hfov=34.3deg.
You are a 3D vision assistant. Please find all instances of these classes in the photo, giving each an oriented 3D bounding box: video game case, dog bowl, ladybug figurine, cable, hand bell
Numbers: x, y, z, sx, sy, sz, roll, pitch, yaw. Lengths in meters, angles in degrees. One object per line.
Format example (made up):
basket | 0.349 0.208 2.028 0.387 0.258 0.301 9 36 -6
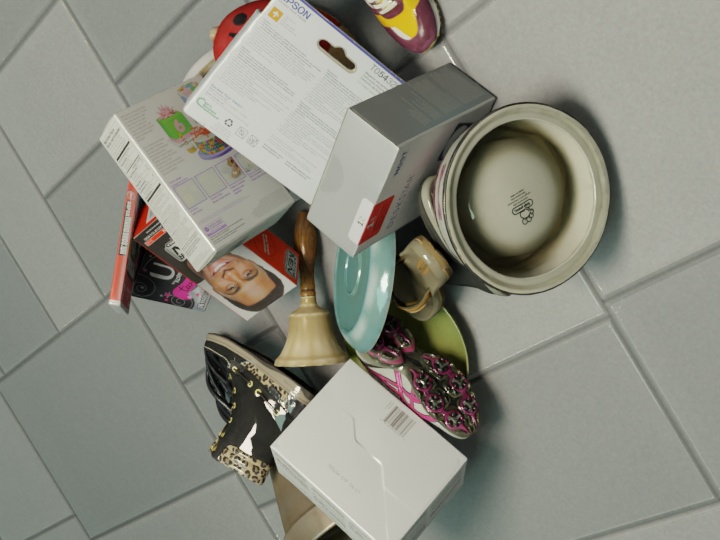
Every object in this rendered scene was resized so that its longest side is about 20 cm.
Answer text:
video game case | -0.298 -0.049 1.513 0.017 0.143 0.204 8 83 -6
dog bowl | 0.166 -0.079 1.258 0.203 0.198 0.074 70 164 -12
ladybug figurine | -0.092 -0.258 1.399 0.197 0.072 0.138 15 93 7
cable | -0.187 0.190 1.727 0.163 0.050 0.203 132 115 -75
hand bell | -0.069 0.023 1.562 0.103 0.103 0.204 -2 90 39

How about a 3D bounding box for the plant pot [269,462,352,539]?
plant pot | -0.047 0.289 1.628 0.175 0.198 0.201 56 136 22

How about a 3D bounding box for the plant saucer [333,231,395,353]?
plant saucer | 0.000 0.000 1.444 0.200 0.027 0.204 -175 90 -74

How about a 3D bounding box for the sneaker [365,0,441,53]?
sneaker | 0.011 -0.327 1.313 0.075 0.090 0.202 -33 89 43

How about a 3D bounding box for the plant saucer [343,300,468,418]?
plant saucer | 0.064 0.097 1.530 0.198 0.031 0.203 18 122 30

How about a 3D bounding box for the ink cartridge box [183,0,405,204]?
ink cartridge box | -0.071 -0.203 1.349 0.195 0.044 0.200 36 116 -20

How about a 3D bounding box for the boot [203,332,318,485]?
boot | -0.166 0.187 1.605 0.198 0.073 0.152 28 89 27

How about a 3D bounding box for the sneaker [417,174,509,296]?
sneaker | 0.097 -0.035 1.359 0.105 0.076 0.200 2 145 41

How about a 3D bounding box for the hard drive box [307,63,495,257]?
hard drive box | 0.046 -0.127 1.311 0.077 0.199 0.157 39 132 18

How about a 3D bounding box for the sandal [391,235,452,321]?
sandal | 0.062 0.018 1.384 0.080 0.054 0.200 44 165 8

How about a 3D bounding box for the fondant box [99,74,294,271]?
fondant box | -0.194 -0.119 1.395 0.201 0.144 0.058 53 139 3

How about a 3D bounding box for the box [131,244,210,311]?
box | -0.238 -0.064 1.594 0.113 0.133 0.201 13 132 -17

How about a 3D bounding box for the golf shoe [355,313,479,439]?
golf shoe | 0.073 0.142 1.486 0.200 0.072 0.093 44 151 20

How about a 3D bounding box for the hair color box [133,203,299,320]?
hair color box | -0.181 -0.030 1.494 0.101 0.062 0.199 -34 125 29

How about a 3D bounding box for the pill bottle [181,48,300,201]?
pill bottle | -0.131 -0.185 1.486 0.200 0.111 0.111 48 133 9

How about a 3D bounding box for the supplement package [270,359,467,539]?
supplement package | 0.012 0.247 1.476 0.199 0.156 0.111 39 161 18
